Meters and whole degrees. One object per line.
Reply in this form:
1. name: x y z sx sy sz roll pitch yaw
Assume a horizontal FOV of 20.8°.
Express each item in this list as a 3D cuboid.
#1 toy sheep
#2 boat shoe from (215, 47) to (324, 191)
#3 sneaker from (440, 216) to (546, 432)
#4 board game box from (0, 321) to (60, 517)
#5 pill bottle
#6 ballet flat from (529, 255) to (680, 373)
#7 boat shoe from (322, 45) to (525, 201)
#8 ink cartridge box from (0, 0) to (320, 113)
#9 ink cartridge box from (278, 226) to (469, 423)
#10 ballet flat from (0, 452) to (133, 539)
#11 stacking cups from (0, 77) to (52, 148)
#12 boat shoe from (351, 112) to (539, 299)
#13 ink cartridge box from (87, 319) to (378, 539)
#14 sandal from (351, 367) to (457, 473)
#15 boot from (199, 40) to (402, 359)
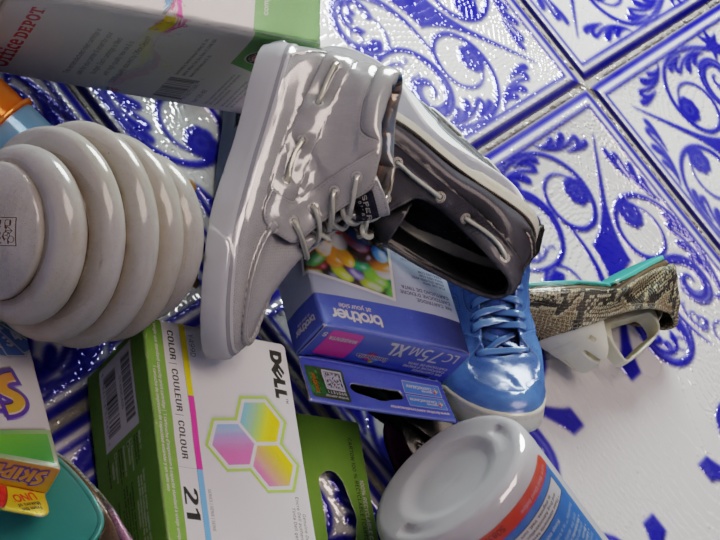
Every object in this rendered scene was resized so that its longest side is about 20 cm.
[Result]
1. toy sheep: -0.164 -0.020 1.092 0.199 0.138 0.139 -7 64 -49
2. boat shoe: -0.044 -0.121 1.376 0.086 0.075 0.203 24 50 -26
3. sneaker: 0.085 0.016 1.305 0.076 0.112 0.200 4 29 -8
4. board game box: -0.226 0.050 1.080 0.095 0.030 0.201 14 37 -33
5. pill bottle: 0.106 0.195 1.208 0.200 0.112 0.113 53 37 -24
6. ballet flat: 0.179 0.036 1.463 0.199 0.068 0.076 -9 81 -47
7. boat shoe: 0.040 -0.090 1.436 0.199 0.072 0.068 36 6 7
8. ink cartridge box: -0.140 -0.172 1.236 0.198 0.145 0.088 6 76 -21
9. ink cartridge box: 0.000 0.000 1.259 0.119 0.042 0.201 13 48 -35
10. ballet flat: -0.139 0.168 1.056 0.069 0.071 0.200 -44 54 -14
11. stacking cups: -0.210 -0.070 1.212 0.200 0.061 0.061 42 41 1
12. boat shoe: 0.022 -0.046 1.230 0.199 0.073 0.063 28 45 -12
13. ink cartridge box: -0.054 0.123 1.175 0.199 0.076 0.149 12 52 -33
14. sandal: 0.041 0.122 1.278 0.200 0.075 0.048 40 70 -2
15. boot: -0.031 -0.039 1.150 0.095 0.074 0.202 9 72 9
